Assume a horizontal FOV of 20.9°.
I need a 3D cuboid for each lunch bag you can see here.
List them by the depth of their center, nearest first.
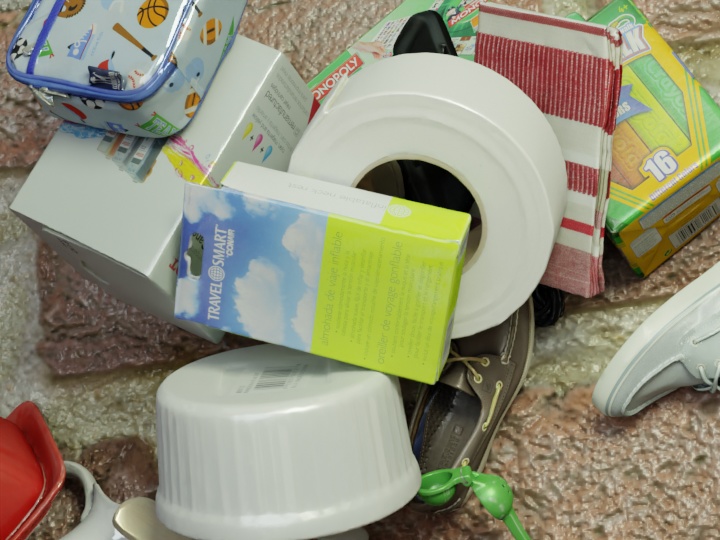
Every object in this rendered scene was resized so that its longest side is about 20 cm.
[{"bbox_3d":[-0.170,-0.196,1.435,0.159,0.076,0.201,15,70,28],"label":"lunch bag"}]

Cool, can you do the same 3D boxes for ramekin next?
[{"bbox_3d":[-0.058,0.120,1.435,0.199,0.200,0.098,-1,104,18],"label":"ramekin"}]

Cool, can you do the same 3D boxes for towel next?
[{"bbox_3d":[0.133,-0.091,1.451,0.144,0.023,0.202,20,112,47],"label":"towel"}]

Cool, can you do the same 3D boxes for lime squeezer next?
[{"bbox_3d":[0.069,0.177,1.467,0.199,0.071,0.038,18,35,-5],"label":"lime squeezer"}]

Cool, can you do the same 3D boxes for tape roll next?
[{"bbox_3d":[0.046,-0.052,1.406,0.201,0.204,0.071,-1,29,18],"label":"tape roll"}]

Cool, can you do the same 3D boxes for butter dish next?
[{"bbox_3d":[-0.352,0.175,1.558,0.200,0.148,0.199,-49,25,-1],"label":"butter dish"}]

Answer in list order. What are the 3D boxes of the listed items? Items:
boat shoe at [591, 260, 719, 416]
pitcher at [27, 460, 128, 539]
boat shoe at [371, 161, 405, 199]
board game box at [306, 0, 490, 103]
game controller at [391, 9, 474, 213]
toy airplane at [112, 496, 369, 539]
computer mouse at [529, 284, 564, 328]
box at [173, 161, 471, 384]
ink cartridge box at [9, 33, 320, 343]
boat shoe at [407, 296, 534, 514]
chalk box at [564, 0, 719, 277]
[{"bbox_3d":[0.266,0.052,1.468,0.201,0.070,0.072,-40,62,0],"label":"boat shoe"},{"bbox_3d":[-0.246,0.259,1.560,0.171,0.121,0.200,27,73,37],"label":"pitcher"},{"bbox_3d":[0.000,0.000,1.529,0.063,0.072,0.202,25,118,61],"label":"boat shoe"},{"bbox_3d":[0.043,-0.147,1.624,0.200,0.029,0.135,-39,65,4],"label":"board game box"},{"bbox_3d":[0.055,-0.115,1.522,0.104,0.042,0.201,-53,36,31],"label":"game controller"},{"bbox_3d":[-0.080,0.256,1.491,0.141,0.198,0.201,-57,48,41],"label":"toy airplane"},{"bbox_3d":[0.062,-0.010,1.562,0.199,0.053,0.140,-11,92,13],"label":"computer mouse"},{"bbox_3d":[-0.029,-0.001,1.387,0.199,0.048,0.123,14,122,9],"label":"box"},{"bbox_3d":[-0.139,-0.075,1.494,0.144,0.145,0.201,25,78,27],"label":"ink cartridge box"},{"bbox_3d":[0.080,0.092,1.502,0.071,0.059,0.201,21,94,20],"label":"boat shoe"},{"bbox_3d":[0.197,-0.120,1.513,0.124,0.124,0.200,-38,67,4],"label":"chalk box"}]
